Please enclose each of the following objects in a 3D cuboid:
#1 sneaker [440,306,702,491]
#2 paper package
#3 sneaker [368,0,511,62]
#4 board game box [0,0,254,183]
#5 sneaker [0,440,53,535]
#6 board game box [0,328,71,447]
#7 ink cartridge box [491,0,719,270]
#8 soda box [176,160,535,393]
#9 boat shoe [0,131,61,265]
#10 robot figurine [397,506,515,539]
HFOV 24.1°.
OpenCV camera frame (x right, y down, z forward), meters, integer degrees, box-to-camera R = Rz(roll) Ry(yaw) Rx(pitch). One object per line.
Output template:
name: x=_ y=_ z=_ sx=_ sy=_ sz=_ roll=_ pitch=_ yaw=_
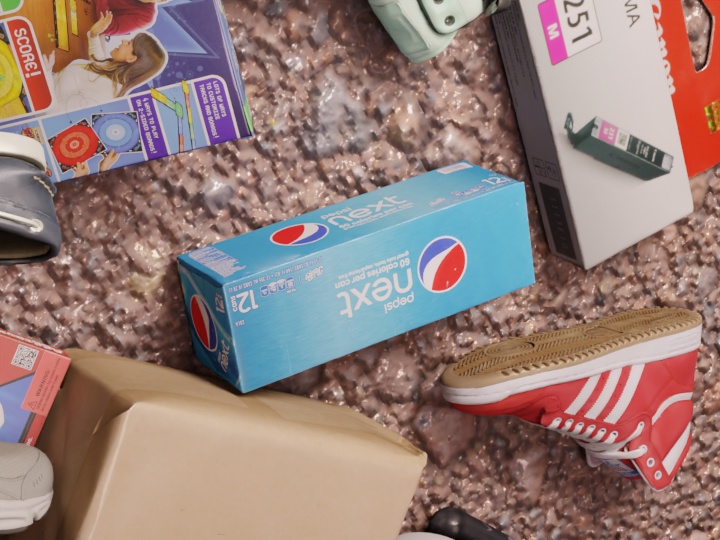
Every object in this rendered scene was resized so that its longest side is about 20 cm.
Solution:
sneaker: x=0.140 y=0.095 z=1.079 sx=0.200 sy=0.071 sz=0.113 roll=-11 pitch=107 yaw=-30
paper package: x=-0.092 y=0.158 z=0.941 sx=0.200 sy=0.103 sz=0.191 roll=16 pitch=96 yaw=-34
sneaker: x=-0.001 y=-0.158 z=0.913 sx=0.200 sy=0.074 sz=0.118 roll=-26 pitch=111 yaw=-24
board game box: x=-0.141 y=-0.146 z=0.827 sx=0.135 sy=0.034 sz=0.200 roll=-13 pitch=114 yaw=0
sneaker: x=-0.218 y=0.076 z=0.805 sx=0.200 sy=0.076 sz=0.092 roll=13 pitch=85 yaw=-57
board game box: x=-0.238 y=0.119 z=0.884 sx=0.103 sy=0.019 sz=0.200 roll=22 pitch=93 yaw=-26
ink cartridge box: x=0.175 y=-0.126 z=1.051 sx=0.173 sy=0.044 sz=0.200 roll=-27 pitch=117 yaw=-20
soda box: x=0.000 y=0.000 z=0.970 sx=0.200 sy=0.064 sz=0.068 roll=-19 pitch=114 yaw=-25
boat shoe: x=-0.235 y=-0.023 z=0.778 sx=0.200 sy=0.075 sz=0.062 roll=-3 pitch=62 yaw=-36
robot figurine: x=0.068 y=0.243 z=1.052 sx=0.200 sy=0.150 sz=0.125 roll=34 pitch=103 yaw=-34
